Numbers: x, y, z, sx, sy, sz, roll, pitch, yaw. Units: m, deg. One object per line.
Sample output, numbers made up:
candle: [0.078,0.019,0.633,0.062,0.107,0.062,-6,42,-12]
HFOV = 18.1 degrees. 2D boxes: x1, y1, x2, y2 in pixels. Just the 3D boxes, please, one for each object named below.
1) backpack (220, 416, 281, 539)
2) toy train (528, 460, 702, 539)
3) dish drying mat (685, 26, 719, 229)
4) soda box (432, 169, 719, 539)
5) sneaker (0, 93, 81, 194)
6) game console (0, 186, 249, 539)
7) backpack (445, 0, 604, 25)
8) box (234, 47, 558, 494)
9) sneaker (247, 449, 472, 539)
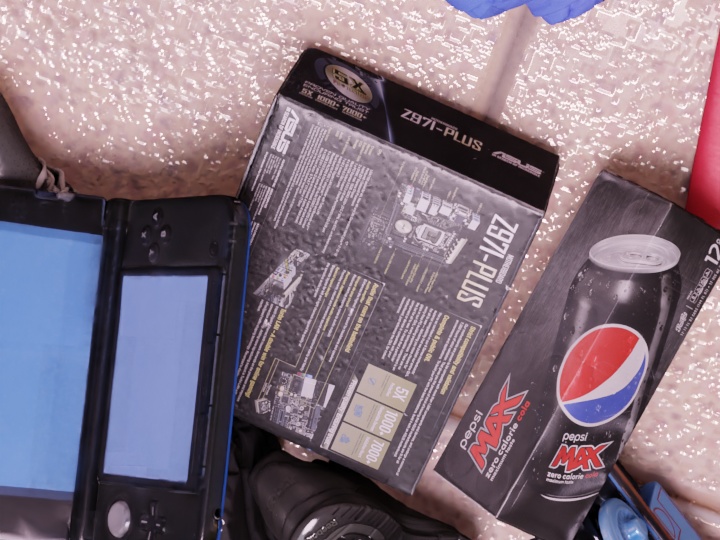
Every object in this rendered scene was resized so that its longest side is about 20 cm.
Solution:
backpack: [-0.156,0.135,1.384,0.199,0.167,0.127,1,95,13]
toy train: [0.170,0.190,1.358,0.086,0.114,0.200,-31,106,29]
dish drying mat: [0.232,-0.094,1.269,0.076,0.018,0.201,11,116,6]
soda box: [0.126,0.050,1.274,0.063,0.071,0.201,26,93,-38]
sneaker: [-0.160,-0.031,1.348,0.115,0.075,0.201,-11,122,10]
game console: [-0.160,0.054,1.240,0.170,0.118,0.201,-1,82,52]
backpack: [0.091,-0.216,1.137,0.168,0.200,0.162,42,114,-10]
box: [0.000,0.000,1.308,0.163,0.086,0.201,23,116,1]
sneaker: [0.004,0.156,1.370,0.076,0.091,0.200,-47,143,3]
